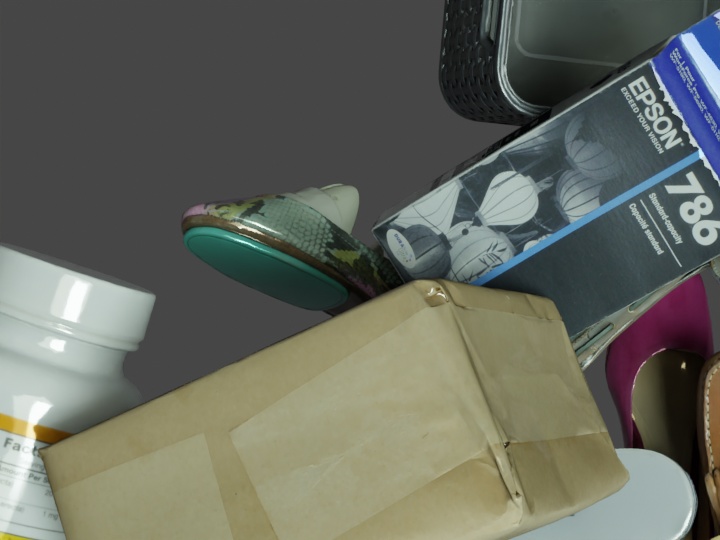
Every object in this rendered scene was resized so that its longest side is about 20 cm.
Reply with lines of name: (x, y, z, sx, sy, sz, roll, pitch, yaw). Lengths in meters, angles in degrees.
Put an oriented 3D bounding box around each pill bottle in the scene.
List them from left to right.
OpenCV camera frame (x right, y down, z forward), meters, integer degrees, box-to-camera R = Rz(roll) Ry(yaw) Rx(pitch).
pill bottle: (-0.168, 0.093, 0.706, 0.111, 0.111, 0.201, 19, 89, -16)

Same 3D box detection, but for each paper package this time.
paper package: (-0.005, 0.089, 0.654, 0.199, 0.190, 0.104, -25, 77, 20)

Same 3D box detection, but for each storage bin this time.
storage bin: (0.152, -0.140, 0.788, 0.199, 0.094, 0.136, 4, 93, -17)

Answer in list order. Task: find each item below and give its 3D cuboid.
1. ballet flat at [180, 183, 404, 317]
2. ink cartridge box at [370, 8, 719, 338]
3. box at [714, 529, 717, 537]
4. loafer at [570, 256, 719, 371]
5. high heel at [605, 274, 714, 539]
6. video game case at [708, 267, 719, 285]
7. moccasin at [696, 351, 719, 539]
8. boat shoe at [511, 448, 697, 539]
ballet flat: (0.000, 0.000, 0.777, 0.199, 0.069, 0.071, 30, 68, -20)
ink cartridge box: (0.113, -0.033, 0.717, 0.200, 0.039, 0.100, -32, 97, 16)
box: (0.301, 0.159, 0.838, 0.199, 0.097, 0.177, 6, 93, -24)
loafer: (0.173, -0.008, 0.773, 0.200, 0.072, 0.063, -30, 72, 27)
high heel: (0.178, 0.095, 0.812, 0.067, 0.096, 0.201, 3, 94, -16)
video game case: (0.285, 0.052, 0.790, 0.142, 0.200, 0.018, 12, 113, -16)
moccasin: (0.203, 0.137, 0.722, 0.073, 0.078, 0.203, -6, 89, 17)
boat shoe: (0.078, 0.119, 0.786, 0.199, 0.070, 0.071, -3, 79, 16)
